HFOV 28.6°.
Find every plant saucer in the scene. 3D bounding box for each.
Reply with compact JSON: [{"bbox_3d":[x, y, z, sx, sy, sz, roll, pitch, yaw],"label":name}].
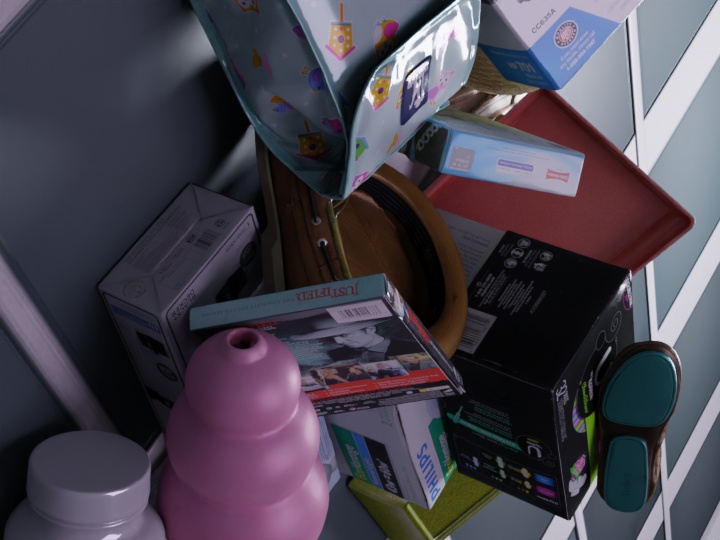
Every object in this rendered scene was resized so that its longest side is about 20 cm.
[{"bbox_3d":[0.174,-0.055,1.324,0.200,0.200,0.037,-43,-165,31],"label":"plant saucer"},{"bbox_3d":[0.102,0.215,1.508,0.200,0.048,0.200,-39,147,-6],"label":"plant saucer"}]

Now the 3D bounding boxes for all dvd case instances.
[{"bbox_3d":[-0.019,0.061,1.037,0.200,0.146,0.022,49,34,-60],"label":"dvd case"}]

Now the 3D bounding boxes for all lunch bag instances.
[{"bbox_3d":[-0.008,-0.171,0.984,0.170,0.122,0.200,-47,120,-34],"label":"lunch bag"}]

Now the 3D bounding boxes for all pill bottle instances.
[{"bbox_3d":[-0.194,0.217,0.982,0.111,0.111,0.201,-27,130,-53],"label":"pill bottle"}]

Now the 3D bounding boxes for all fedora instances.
[{"bbox_3d":[0.000,0.000,1.161,0.200,0.082,0.201,25,50,-34],"label":"fedora"}]

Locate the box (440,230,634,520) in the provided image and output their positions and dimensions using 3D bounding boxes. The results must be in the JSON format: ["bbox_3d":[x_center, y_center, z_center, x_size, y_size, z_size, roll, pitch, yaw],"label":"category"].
[{"bbox_3d":[0.159,0.095,1.257,0.149,0.124,0.200,-53,147,-29],"label":"box"}]

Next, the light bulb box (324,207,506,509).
[{"bbox_3d":[0.046,0.076,1.308,0.200,0.125,0.198,-56,150,-26],"label":"light bulb box"}]

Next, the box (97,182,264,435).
[{"bbox_3d":[-0.114,0.048,1.064,0.117,0.060,0.200,-53,149,-29],"label":"box"}]

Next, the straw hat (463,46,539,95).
[{"bbox_3d":[0.093,-0.227,1.214,0.201,0.201,0.085,-54,-170,-27],"label":"straw hat"}]

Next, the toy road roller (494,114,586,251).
[{"bbox_3d":[0.160,-0.070,1.447,0.123,0.146,0.200,-59,-171,-34],"label":"toy road roller"}]

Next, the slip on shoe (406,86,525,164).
[{"bbox_3d":[0.101,-0.174,1.301,0.200,0.076,0.061,-43,128,-33],"label":"slip on shoe"}]

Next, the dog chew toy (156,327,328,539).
[{"bbox_3d":[-0.082,0.124,0.986,0.125,0.124,0.200,-42,146,-42],"label":"dog chew toy"}]

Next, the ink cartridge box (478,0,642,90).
[{"bbox_3d":[0.123,-0.260,1.079,0.146,0.086,0.200,-48,120,-6],"label":"ink cartridge box"}]

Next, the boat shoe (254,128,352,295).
[{"bbox_3d":[-0.038,-0.058,1.042,0.072,0.068,0.201,43,41,-80],"label":"boat shoe"}]

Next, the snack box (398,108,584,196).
[{"bbox_3d":[0.079,-0.104,1.129,0.116,0.200,0.037,9,102,-23],"label":"snack box"}]

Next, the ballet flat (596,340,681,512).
[{"bbox_3d":[0.241,0.121,1.230,0.072,0.068,0.200,-70,161,-50],"label":"ballet flat"}]

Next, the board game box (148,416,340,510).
[{"bbox_3d":[-0.101,0.189,1.206,0.199,0.043,0.200,-52,149,-31],"label":"board game box"}]
